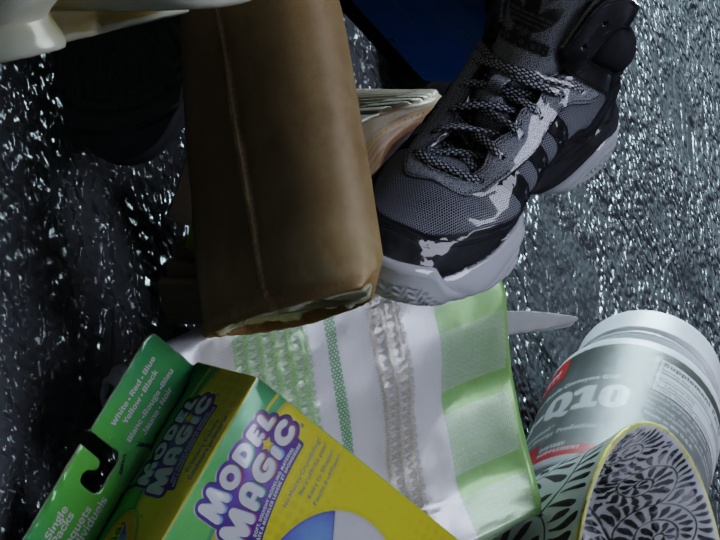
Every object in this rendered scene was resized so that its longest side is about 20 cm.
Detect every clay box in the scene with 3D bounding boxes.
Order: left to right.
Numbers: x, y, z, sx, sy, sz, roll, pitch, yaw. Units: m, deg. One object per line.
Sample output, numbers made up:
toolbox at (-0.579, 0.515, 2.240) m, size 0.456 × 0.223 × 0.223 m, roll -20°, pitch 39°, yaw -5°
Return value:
clay box at (-0.034, 0.123, 0.877) m, size 0.200 × 0.048 × 0.115 m, roll 41°, pitch 70°, yaw -35°

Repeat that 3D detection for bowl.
bowl at (0.101, 0.175, 1.070) m, size 0.201 × 0.094 × 0.202 m, roll 14°, pitch 74°, yaw -60°

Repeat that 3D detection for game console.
game console at (0.021, -0.183, 1.046) m, size 0.200 × 0.170 × 0.119 m, roll 41°, pitch 60°, yaw -53°

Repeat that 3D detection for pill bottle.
pill bottle at (0.157, 0.112, 1.341) m, size 0.200 × 0.114 × 0.114 m, roll -60°, pitch 133°, yaw -58°

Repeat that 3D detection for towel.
towel at (-0.008, 0.077, 0.936) m, size 0.200 × 0.031 × 0.150 m, roll -22°, pitch 112°, yaw -33°

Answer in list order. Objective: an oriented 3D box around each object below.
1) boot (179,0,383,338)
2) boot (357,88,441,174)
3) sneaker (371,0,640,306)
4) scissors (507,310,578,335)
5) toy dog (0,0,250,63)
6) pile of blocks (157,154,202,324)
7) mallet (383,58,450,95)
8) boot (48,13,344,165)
boot at (-0.015, -0.088, 0.835) m, size 0.066 × 0.175 × 0.201 m, roll -2°, pitch 79°, yaw -31°
boot at (0.000, 0.000, 1.127) m, size 0.200 × 0.072 × 0.167 m, roll -47°, pitch 135°, yaw -66°
sneaker at (0.057, -0.071, 0.942) m, size 0.200 × 0.075 × 0.114 m, roll -40°, pitch 150°, yaw -48°
scissors at (0.071, 0.025, 1.260) m, size 0.200 × 0.014 × 0.073 m, roll -25°, pitch 103°, yaw -52°
toy dog at (-0.115, -0.178, 0.774) m, size 0.139 × 0.193 × 0.201 m, roll -25°, pitch 103°, yaw -53°
pile of blocks at (-0.038, 0.013, 0.992) m, size 0.062 × 0.082 × 0.201 m, roll -65°, pitch 152°, yaw -56°
mallet at (0.054, -0.041, 1.285) m, size 0.066 × 0.041 × 0.201 m, roll -16°, pitch 98°, yaw -63°
boot at (-0.068, -0.115, 1.011) m, size 0.200 × 0.065 × 0.165 m, roll 20°, pitch 63°, yaw -68°
